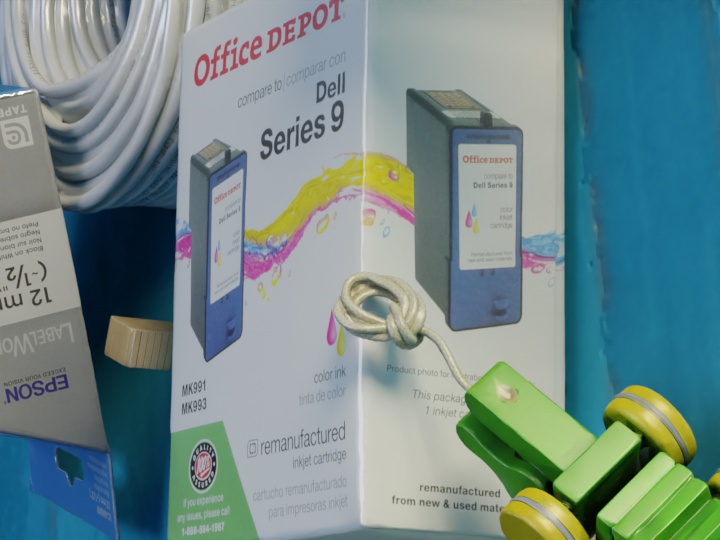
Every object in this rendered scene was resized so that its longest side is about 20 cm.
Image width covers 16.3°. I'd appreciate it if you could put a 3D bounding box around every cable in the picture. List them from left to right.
[{"bbox_3d":[-0.095,-0.124,1.090,0.200,0.069,0.201,41,119,53],"label":"cable"}]

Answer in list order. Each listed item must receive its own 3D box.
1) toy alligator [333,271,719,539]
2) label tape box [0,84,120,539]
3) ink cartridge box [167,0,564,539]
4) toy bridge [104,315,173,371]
[{"bbox_3d":[0.068,0.068,0.767,0.200,0.059,0.054,36,156,32],"label":"toy alligator"},{"bbox_3d":[-0.170,0.019,1.117,0.143,0.066,0.202,-166,66,-68],"label":"label tape box"},{"bbox_3d":[0.000,0.000,0.889,0.145,0.087,0.202,-15,69,57],"label":"ink cartridge box"},{"bbox_3d":[-0.083,0.122,1.017,0.027,0.067,0.202,16,99,58],"label":"toy bridge"}]
